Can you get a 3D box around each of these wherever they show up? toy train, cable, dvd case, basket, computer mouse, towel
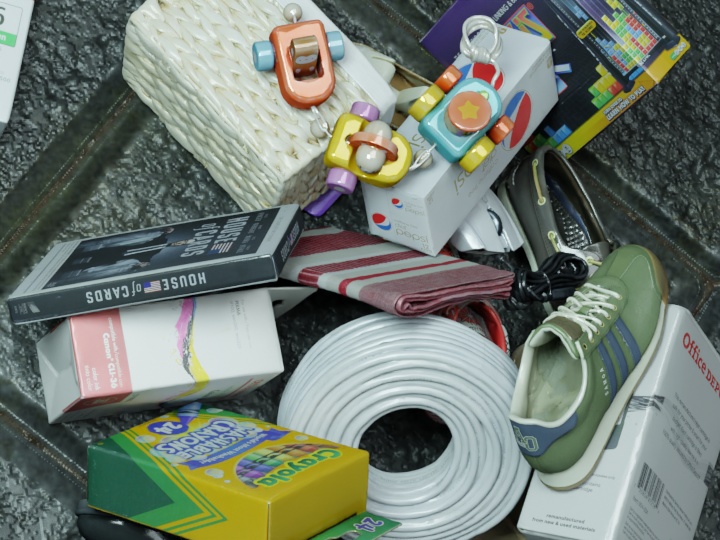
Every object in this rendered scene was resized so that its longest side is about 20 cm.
[{"bbox_3d":[0.024,-0.139,1.604,0.198,0.056,0.152,-6,81,-13],"label":"toy train"},{"bbox_3d":[0.036,0.128,1.630,0.200,0.200,0.069,37,21,-21],"label":"cable"},{"bbox_3d":[-0.148,-0.006,1.583,0.198,0.150,0.025,-10,105,9],"label":"dvd case"},{"bbox_3d":[-0.086,-0.147,1.690,0.123,0.136,0.200,-39,80,-19],"label":"basket"},{"bbox_3d":[0.096,-0.043,1.729,0.200,0.044,0.109,42,32,28],"label":"computer mouse"},{"bbox_3d":[0.000,0.000,1.643,0.143,0.199,0.023,-8,108,-47],"label":"towel"}]

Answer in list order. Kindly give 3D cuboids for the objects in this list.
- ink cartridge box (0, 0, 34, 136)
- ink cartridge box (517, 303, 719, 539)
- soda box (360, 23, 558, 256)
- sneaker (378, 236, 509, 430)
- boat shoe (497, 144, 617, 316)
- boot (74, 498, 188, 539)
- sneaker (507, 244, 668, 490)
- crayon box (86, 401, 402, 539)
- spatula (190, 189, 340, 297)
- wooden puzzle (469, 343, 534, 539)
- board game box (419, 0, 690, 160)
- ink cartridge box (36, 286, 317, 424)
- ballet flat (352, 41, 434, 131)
[{"bbox_3d":[-0.314,-0.212,1.680,0.108,0.050,0.202,15,69,-16],"label":"ink cartridge box"},{"bbox_3d":[0.211,0.143,1.656,0.146,0.083,0.201,48,56,-50],"label":"ink cartridge box"},{"bbox_3d":[0.081,-0.107,1.701,0.063,0.068,0.200,20,54,28],"label":"soda box"},{"bbox_3d":[0.071,0.020,1.717,0.067,0.108,0.203,-3,73,-21],"label":"sneaker"},{"bbox_3d":[0.181,-0.009,1.772,0.071,0.061,0.202,-12,65,-38],"label":"boat shoe"},{"bbox_3d":[-0.158,0.284,1.575,0.164,0.066,0.202,18,74,-6],"label":"boot"},{"bbox_3d":[0.166,0.056,1.580,0.090,0.067,0.201,46,62,-47],"label":"sneaker"},{"bbox_3d":[-0.083,0.155,1.543,0.125,0.199,0.052,-20,119,-53],"label":"crayon box"},{"bbox_3d":[-0.077,-0.034,1.728,0.056,0.021,0.200,40,64,2],"label":"spatula"},{"bbox_3d":[0.181,0.183,1.743,0.184,0.046,0.201,21,70,-13],"label":"wooden puzzle"},{"bbox_3d":[0.157,-0.188,1.767,0.165,0.200,0.057,44,61,-2],"label":"board game box"},{"bbox_3d":[-0.134,0.064,1.619,0.198,0.116,0.068,-8,80,-22],"label":"ink cartridge box"},{"bbox_3d":[0.031,-0.148,1.782,0.199,0.065,0.071,25,67,-11],"label":"ballet flat"}]
